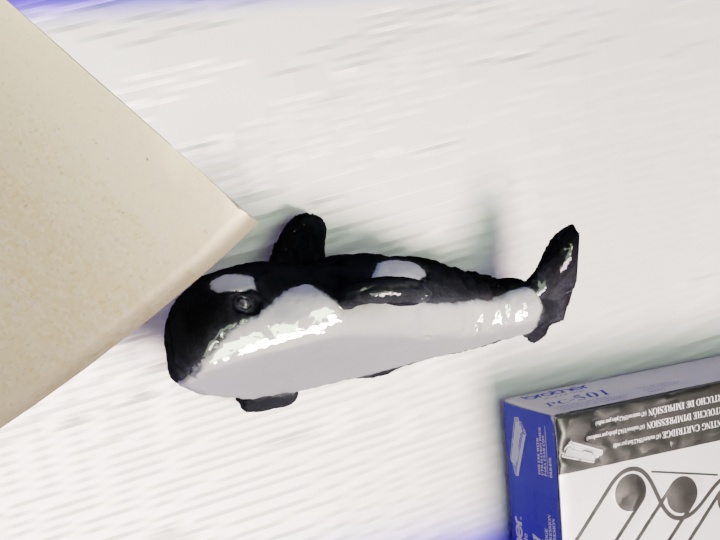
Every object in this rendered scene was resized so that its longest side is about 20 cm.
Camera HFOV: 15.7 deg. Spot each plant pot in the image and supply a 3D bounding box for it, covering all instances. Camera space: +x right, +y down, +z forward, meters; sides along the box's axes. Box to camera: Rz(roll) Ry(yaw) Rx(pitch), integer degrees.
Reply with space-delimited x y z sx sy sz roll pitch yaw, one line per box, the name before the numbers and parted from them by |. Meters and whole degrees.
plant pot | -0.188 -0.031 0.905 0.200 0.200 0.177 41 87 -26

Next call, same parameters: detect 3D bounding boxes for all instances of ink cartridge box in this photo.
ink cartridge box | 0.161 0.089 1.182 0.199 0.044 0.094 -9 101 -28

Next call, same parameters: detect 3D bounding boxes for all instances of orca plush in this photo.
orca plush | 0.000 0.000 1.072 0.199 0.105 0.071 -14 71 -24
